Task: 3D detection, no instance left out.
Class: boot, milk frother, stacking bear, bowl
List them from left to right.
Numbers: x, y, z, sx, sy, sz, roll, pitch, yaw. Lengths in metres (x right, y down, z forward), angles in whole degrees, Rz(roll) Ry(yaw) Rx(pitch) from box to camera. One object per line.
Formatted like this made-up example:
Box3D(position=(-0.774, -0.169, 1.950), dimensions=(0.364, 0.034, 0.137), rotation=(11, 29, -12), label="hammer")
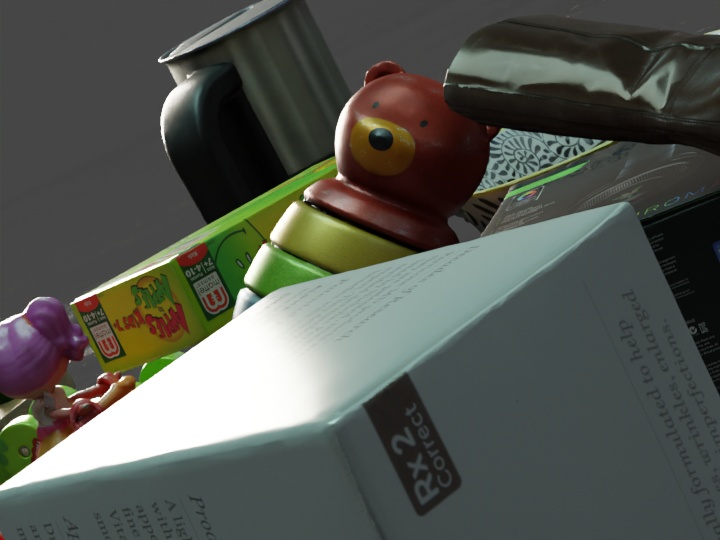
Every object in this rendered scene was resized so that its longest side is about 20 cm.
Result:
Box3D(position=(-0.018, -0.098, 1.873), dimensions=(0.200, 0.189, 0.181), rotation=(-24, 12, 17), label="milk frother")
Box3D(position=(0.000, 0.000, 1.316), dimensions=(0.121, 0.201, 0.114), rotation=(24, 4, 26), label="stacking bear")
Box3D(position=(0.150, -0.048, 1.479), dimensions=(0.200, 0.094, 0.201), rotation=(-27, 11, 6), label="bowl")
Box3D(position=(0.159, -0.101, 1.256), dimensions=(0.200, 0.064, 0.186), rotation=(7, 22, 42), label="boot")

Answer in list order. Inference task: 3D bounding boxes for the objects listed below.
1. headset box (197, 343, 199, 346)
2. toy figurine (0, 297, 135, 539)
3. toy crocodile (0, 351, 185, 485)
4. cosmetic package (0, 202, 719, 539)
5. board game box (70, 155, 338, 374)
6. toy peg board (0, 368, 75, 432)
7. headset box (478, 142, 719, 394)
Box3D(position=(-0.007, 0.036, 1.474), dimensions=(0.148, 0.077, 0.200), rotation=(-27, 6, 2), label="headset box")
Box3D(position=(-0.171, 0.085, 1.395), dimensions=(0.199, 0.185, 0.150), rotation=(-23, 12, 17), label="toy figurine")
Box3D(position=(-0.152, 0.098, 1.650), dimensions=(0.199, 0.062, 0.068), rotation=(-18, 13, 21), label="toy crocodile")
Box3D(position=(0.013, 0.097, 0.947), dimensions=(0.200, 0.165, 0.165), rotation=(-14, 17, 48), label="cosmetic package")
Box3D(position=(-0.053, -0.013, 1.500), dimensions=(0.200, 0.048, 0.101), rotation=(-32, 7, -40), label="board game box")
Box3D(position=(-0.346, 0.109, 1.939), dimensions=(0.200, 0.098, 0.199), rotation=(-20, 13, 35), label="toy peg board")
Box3D(position=(0.149, -0.006, 1.291), dimensions=(0.174, 0.093, 0.200), rotation=(-22, 12, 21), label="headset box")
